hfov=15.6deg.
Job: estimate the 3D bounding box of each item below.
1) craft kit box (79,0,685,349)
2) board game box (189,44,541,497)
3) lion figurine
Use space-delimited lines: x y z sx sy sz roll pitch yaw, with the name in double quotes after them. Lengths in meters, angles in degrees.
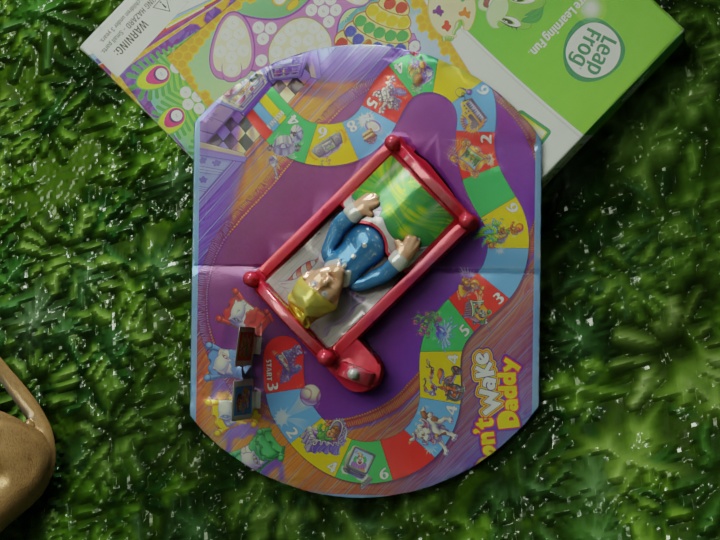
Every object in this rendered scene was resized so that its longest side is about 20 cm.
0.010 -0.103 1.191 0.197 0.049 0.200 44 94 3 "craft kit box"
0.000 0.000 1.148 0.157 0.039 0.202 1 90 7 "board game box"
-0.198 0.119 1.241 0.122 0.072 0.201 34 79 2 "lion figurine"
